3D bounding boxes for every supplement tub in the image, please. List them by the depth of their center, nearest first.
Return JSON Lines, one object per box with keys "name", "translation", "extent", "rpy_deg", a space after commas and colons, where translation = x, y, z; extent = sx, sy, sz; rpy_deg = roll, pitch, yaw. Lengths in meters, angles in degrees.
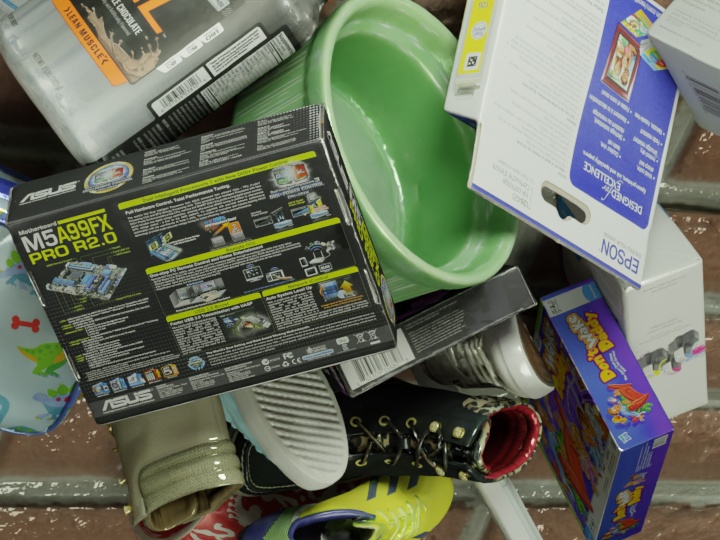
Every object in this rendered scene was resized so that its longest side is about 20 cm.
{"name": "supplement tub", "translation": [-0.113, -0.156, 1.462], "extent": [0.200, 0.123, 0.123], "rpy_deg": [-36, 136, 0]}

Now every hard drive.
{"name": "hard drive", "translation": [0.105, 0.170, 1.866], "extent": [0.027, 0.132, 0.200], "rpy_deg": [-29, 136, -1]}

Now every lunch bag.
{"name": "lunch bag", "translation": [-0.253, 0.005, 1.522], "extent": [0.199, 0.083, 0.161], "rpy_deg": [22, 119, -10]}

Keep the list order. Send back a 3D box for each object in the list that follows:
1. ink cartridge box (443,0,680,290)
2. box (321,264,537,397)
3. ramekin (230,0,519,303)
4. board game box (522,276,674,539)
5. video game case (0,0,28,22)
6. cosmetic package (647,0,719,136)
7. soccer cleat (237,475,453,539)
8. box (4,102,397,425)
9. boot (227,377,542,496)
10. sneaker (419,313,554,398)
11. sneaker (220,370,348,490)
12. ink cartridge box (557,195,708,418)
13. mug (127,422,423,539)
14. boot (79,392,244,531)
{"name": "ink cartridge box", "translation": [0.138, -0.113, 1.612], "extent": [0.197, 0.047, 0.201], "rpy_deg": [29, 70, -43]}
{"name": "box", "translation": [0.034, 0.038, 1.682], "extent": [0.143, 0.200, 0.036], "rpy_deg": [-27, 94, -8]}
{"name": "ramekin", "translation": [0.006, -0.071, 1.553], "extent": [0.098, 0.201, 0.200], "rpy_deg": [-23, 144, 35]}
{"name": "board game box", "translation": [0.176, 0.113, 1.811], "extent": [0.045, 0.135, 0.200], "rpy_deg": [-21, 154, -11]}
{"name": "video game case", "translation": [-0.199, -0.246, 1.415], "extent": [0.200, 0.018, 0.143], "rpy_deg": [-43, 134, 13]}
{"name": "cosmetic package", "translation": [0.305, -0.191, 1.651], "extent": [0.200, 0.081, 0.113], "rpy_deg": [-48, 136, -10]}
{"name": "soccer cleat", "translation": [0.003, 0.187, 1.725], "extent": [0.200, 0.084, 0.065], "rpy_deg": [-15, 95, -40]}
{"name": "box", "translation": [-0.093, -0.001, 1.444], "extent": [0.199, 0.044, 0.161], "rpy_deg": [-15, 123, 8]}
{"name": "boot", "translation": [0.015, 0.121, 1.701], "extent": [0.203, 0.153, 0.074], "rpy_deg": [-14, 104, -46]}
{"name": "sneaker", "translation": [0.088, 0.066, 1.736], "extent": [0.084, 0.200, 0.073], "rpy_deg": [-26, 96, 1]}
{"name": "sneaker", "translation": [-0.086, 0.076, 1.660], "extent": [0.074, 0.200, 0.082], "rpy_deg": [-28, 168, -41]}
{"name": "ink cartridge box", "translation": [0.209, 0.038, 1.817], "extent": [0.068, 0.115, 0.200], "rpy_deg": [-20, 136, -10]}
{"name": "mug", "translation": [-0.065, 0.171, 1.810], "extent": [0.133, 0.178, 0.200], "rpy_deg": [-17, 145, 42]}
{"name": "boot", "translation": [-0.156, 0.102, 1.608], "extent": [0.072, 0.155, 0.200], "rpy_deg": [-3, 165, -42]}
